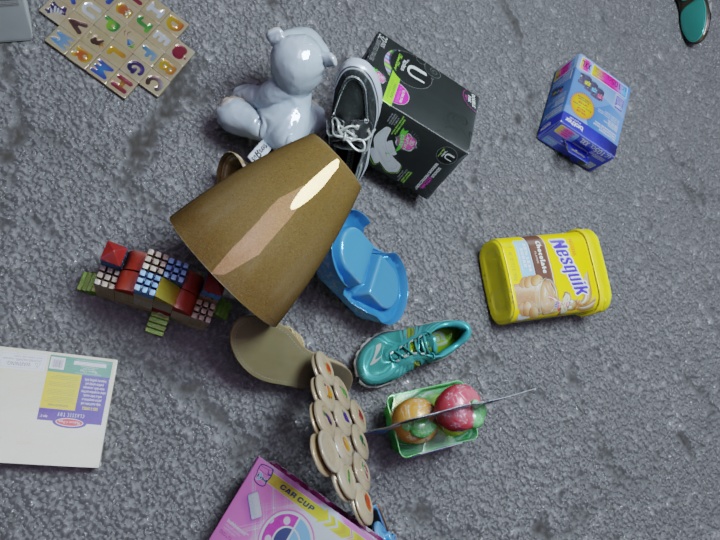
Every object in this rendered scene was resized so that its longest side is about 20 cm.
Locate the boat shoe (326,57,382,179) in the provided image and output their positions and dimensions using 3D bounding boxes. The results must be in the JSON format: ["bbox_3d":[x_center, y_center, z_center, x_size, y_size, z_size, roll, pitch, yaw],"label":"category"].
[{"bbox_3d":[-0.016,-0.198,0.872,0.072,0.201,0.069,17,47,2],"label":"boat shoe"}]

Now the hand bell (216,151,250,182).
[{"bbox_3d":[-0.105,-0.129,0.917,0.198,0.104,0.106,-11,80,-37],"label":"hand bell"}]

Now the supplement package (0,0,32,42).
[{"bbox_3d":[-0.517,-0.425,0.755,0.145,0.191,0.203,-15,82,-25],"label":"supplement package"}]

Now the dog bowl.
[{"bbox_3d":[0.000,0.000,0.884,0.200,0.049,0.113,47,50,-40],"label":"dog bowl"}]

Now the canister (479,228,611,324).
[{"bbox_3d":[0.311,0.011,1.034,0.197,0.086,0.151,-5,78,-21],"label":"canister"}]

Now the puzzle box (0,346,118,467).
[{"bbox_3d":[-0.407,0.164,0.738,0.197,0.025,0.135,11,72,-19],"label":"puzzle box"}]

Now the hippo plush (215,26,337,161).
[{"bbox_3d":[-0.118,-0.261,0.855,0.157,0.163,0.201,15,35,-3],"label":"hippo plush"}]

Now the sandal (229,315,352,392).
[{"bbox_3d":[-0.106,0.117,0.855,0.211,0.069,0.078,33,88,-33],"label":"sandal"}]

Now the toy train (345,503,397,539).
[{"bbox_3d":[0.027,0.409,0.799,0.086,0.114,0.203,-24,78,5],"label":"toy train"}]

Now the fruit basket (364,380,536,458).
[{"bbox_3d":[0.117,0.205,0.842,0.182,0.200,0.095,-7,78,-24],"label":"fruit basket"}]

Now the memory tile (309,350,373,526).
[{"bbox_3d":[-0.024,0.207,0.780,0.017,0.201,0.154,-24,119,10],"label":"memory tile"}]

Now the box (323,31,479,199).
[{"bbox_3d":[0.069,-0.242,0.964,0.198,0.124,0.150,29,51,-13],"label":"box"}]

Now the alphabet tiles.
[{"bbox_3d":[-0.356,-0.353,0.903,0.199,0.006,0.168,35,66,-10],"label":"alphabet tiles"}]

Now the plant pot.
[{"bbox_3d":[-0.100,-0.067,0.759,0.200,0.186,0.187,-44,95,-1],"label":"plant pot"}]

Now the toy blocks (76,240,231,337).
[{"bbox_3d":[-0.255,0.019,0.775,0.197,0.137,0.101,21,70,-15],"label":"toy blocks"}]

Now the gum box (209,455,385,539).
[{"bbox_3d":[-0.079,0.329,0.747,0.198,0.066,0.114,26,75,25],"label":"gum box"}]

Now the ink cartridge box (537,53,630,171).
[{"bbox_3d":[0.425,-0.288,1.164,0.135,0.076,0.202,27,70,-13],"label":"ink cartridge box"}]

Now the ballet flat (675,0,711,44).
[{"bbox_3d":[0.762,-0.609,1.389,0.067,0.068,0.203,-3,78,-31],"label":"ballet flat"}]

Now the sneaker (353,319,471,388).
[{"bbox_3d":[0.079,0.115,0.916,0.198,0.080,0.079,-20,84,-24],"label":"sneaker"}]
